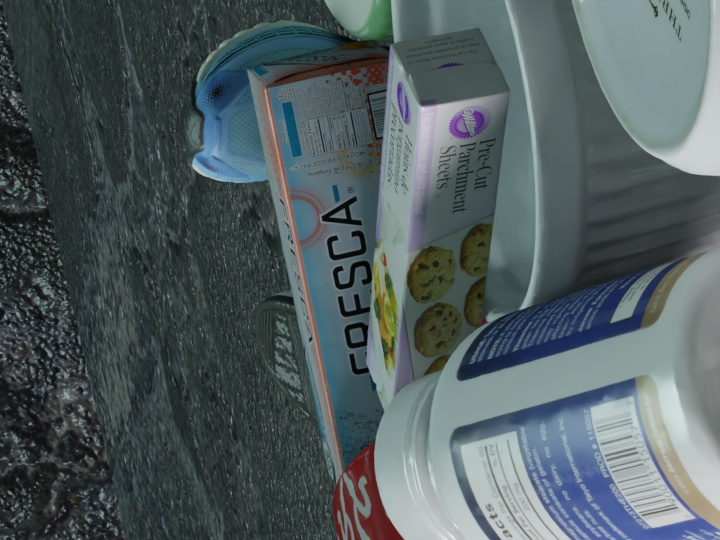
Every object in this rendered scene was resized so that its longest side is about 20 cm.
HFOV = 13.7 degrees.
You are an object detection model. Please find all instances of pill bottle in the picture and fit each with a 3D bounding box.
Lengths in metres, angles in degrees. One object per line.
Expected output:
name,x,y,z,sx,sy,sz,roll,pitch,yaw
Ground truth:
pill bottle,0.098,0.062,1.169,0.200,0.111,0.111,-19,81,50

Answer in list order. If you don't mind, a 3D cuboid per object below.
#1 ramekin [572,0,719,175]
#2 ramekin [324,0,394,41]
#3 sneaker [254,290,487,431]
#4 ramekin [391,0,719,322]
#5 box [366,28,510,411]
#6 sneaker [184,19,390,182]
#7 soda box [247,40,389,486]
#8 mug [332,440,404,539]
ramekin,0.137,-0.125,1.047,0.202,0.094,0.203,169,90,-77
ramekin,0.029,-0.204,1.434,0.200,0.097,0.201,169,90,-77
sneaker,0.052,0.039,1.484,0.200,0.121,0.084,24,129,38
ramekin,0.090,-0.083,1.259,0.200,0.105,0.201,169,90,-77
box,0.030,-0.014,1.248,0.200,0.041,0.039,95,158,-48
sneaker,0.008,-0.078,1.448,0.090,0.199,0.079,24,116,55
soda box,0.000,0.000,1.360,0.068,0.063,0.201,-129,28,-76
mug,0.053,0.183,1.300,0.178,0.133,0.200,118,146,-43
